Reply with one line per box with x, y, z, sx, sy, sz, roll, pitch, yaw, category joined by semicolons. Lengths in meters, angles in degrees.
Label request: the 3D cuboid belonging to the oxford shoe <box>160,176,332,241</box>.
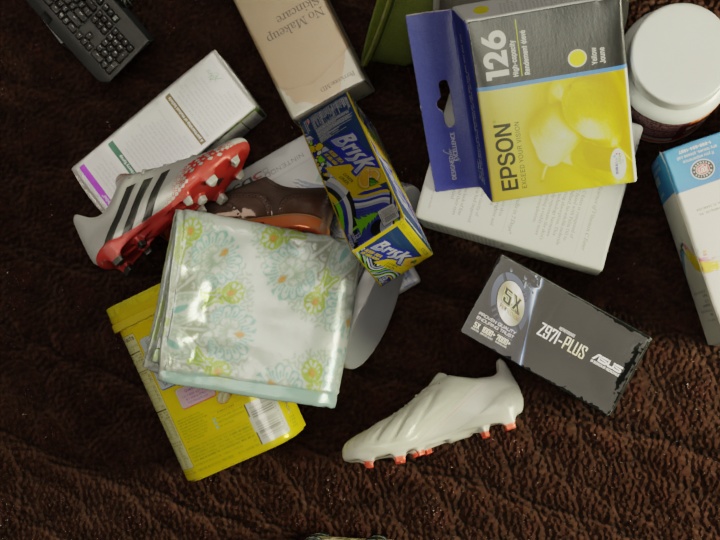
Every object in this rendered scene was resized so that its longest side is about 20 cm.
-0.123;-0.057;1.558;0.197;0.072;0.074;3;56;12;oxford shoe

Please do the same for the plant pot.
0.118;-0.275;1.508;0.188;0.200;0.202;18;89;-5;plant pot

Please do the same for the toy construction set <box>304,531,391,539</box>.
-0.012;0.342;1.528;0.197;0.092;0.133;1;87;-5;toy construction set

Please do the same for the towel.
-0.105;0.038;1.464;0.198;0.048;0.173;11;89;-11;towel

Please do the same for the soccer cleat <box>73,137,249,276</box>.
-0.202;-0.081;1.503;0.200;0.069;0.085;-40;71;-7;soccer cleat

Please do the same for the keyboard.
-0.306;-0.305;1.573;0.104;0.040;0.200;-43;85;3;keyboard

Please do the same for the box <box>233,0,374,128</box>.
-0.071;-0.262;1.566;0.094;0.078;0.201;-28;83;6;box

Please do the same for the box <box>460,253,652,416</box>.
0.192;0.063;1.462;0.163;0.200;0.087;29;91;7;box

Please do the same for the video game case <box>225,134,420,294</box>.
-0.060;-0.032;1.582;0.181;0.022;0.201;-29;85;4;video game case

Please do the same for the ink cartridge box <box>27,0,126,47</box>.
-0.299;-0.374;1.616;0.200;0.044;0.174;-40;85;2;ink cartridge box

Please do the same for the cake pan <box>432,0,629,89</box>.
0.161;-0.257;1.421;0.198;0.037;0.203;-4;108;-12;cake pan

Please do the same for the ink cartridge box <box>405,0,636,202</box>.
0.155;-0.162;1.397;0.198;0.047;0.199;-10;124;4;ink cartridge box

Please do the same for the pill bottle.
0.308;-0.196;1.464;0.113;0.200;0.116;0;87;6;pill bottle

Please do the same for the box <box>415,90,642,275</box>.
0.173;-0.095;1.519;0.198;0.106;0.154;17;88;7;box

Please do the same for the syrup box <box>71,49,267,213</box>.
-0.203;-0.137;1.574;0.199;0.079;0.082;-38;85;3;syrup box

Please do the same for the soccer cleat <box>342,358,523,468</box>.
0.072;0.151;1.540;0.198;0.069;0.078;-16;80;-2;soccer cleat

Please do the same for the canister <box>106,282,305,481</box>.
-0.159;0.102;1.538;0.147;0.087;0.202;-24;91;17;canister

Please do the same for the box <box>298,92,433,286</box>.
0.004;-0.084;1.479;0.064;0.070;0.201;-31;47;10;box

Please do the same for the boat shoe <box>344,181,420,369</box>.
0.000;0.000;1.536;0.069;0.071;0.202;17;91;32;boat shoe

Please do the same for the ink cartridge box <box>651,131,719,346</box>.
0.393;-0.039;1.474;0.146;0.145;0.202;-18;85;5;ink cartridge box
